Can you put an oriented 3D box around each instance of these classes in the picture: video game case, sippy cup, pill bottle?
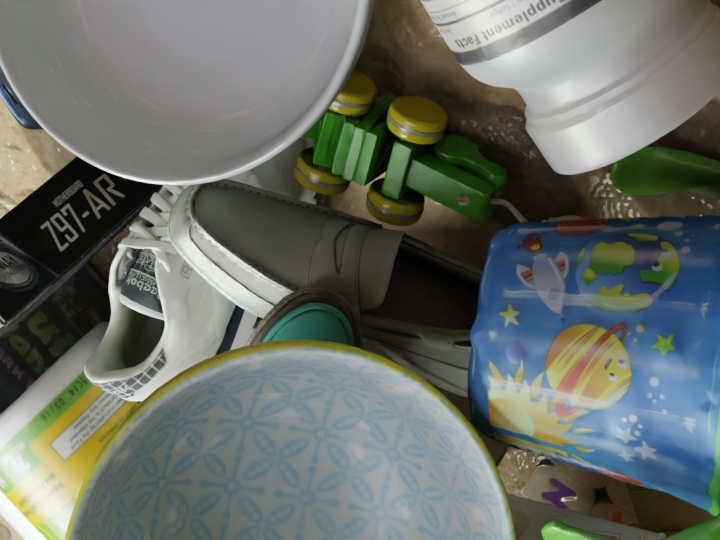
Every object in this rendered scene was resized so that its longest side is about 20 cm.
[{"bbox_3d":[-0.177,0.094,1.004,0.200,0.182,0.023,47,128,-4],"label":"video game case"},{"bbox_3d":[0.117,0.034,0.691,0.129,0.178,0.141,6,113,15],"label":"sippy cup"},{"bbox_3d":[0.068,-0.148,0.643,0.116,0.116,0.201,-19,111,47],"label":"pill bottle"},{"bbox_3d":[-0.121,0.138,0.917,0.200,0.111,0.111,48,140,-4],"label":"pill bottle"}]

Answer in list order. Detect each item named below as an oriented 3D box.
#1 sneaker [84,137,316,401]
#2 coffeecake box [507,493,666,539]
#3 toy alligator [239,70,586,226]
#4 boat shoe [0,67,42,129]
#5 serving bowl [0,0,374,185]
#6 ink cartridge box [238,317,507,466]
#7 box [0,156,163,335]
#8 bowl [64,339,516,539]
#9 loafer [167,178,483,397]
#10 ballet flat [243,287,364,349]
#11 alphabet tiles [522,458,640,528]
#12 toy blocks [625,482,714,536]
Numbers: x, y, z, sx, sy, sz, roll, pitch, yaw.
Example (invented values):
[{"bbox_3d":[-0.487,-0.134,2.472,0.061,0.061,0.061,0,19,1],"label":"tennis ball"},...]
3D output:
[{"bbox_3d":[-0.084,-0.022,0.846,0.076,0.080,0.202,24,98,41],"label":"sneaker"},{"bbox_3d":[0.087,0.192,0.791,0.199,0.073,0.155,6,131,54],"label":"coffeecake box"},{"bbox_3d":[0.034,-0.057,0.801,0.198,0.054,0.060,23,122,11],"label":"toy alligator"},{"bbox_3d":[-0.231,-0.161,0.904,0.068,0.084,0.201,-20,108,35],"label":"boat shoe"},{"bbox_3d":[-0.081,-0.144,0.767,0.198,0.066,0.203,2,97,16],"label":"serving bowl"},{"bbox_3d":[-0.032,0.073,0.938,0.198,0.086,0.148,-2,123,38],"label":"ink cartridge box"},{"bbox_3d":[-0.177,-0.015,0.895,0.044,0.200,0.160,48,141,-6],"label":"box"},{"bbox_3d":[-0.035,0.122,0.715,0.201,0.199,0.108,54,179,-12],"label":"bowl"},{"bbox_3d":[0.000,0.000,0.798,0.198,0.071,0.070,22,143,-12],"label":"loafer"},{"bbox_3d":[-0.043,0.095,0.804,0.067,0.067,0.202,13,107,-6],"label":"ballet flat"},{"bbox_3d":[0.165,0.103,0.855,0.199,0.015,0.197,33,139,13],"label":"alphabet tiles"},{"bbox_3d":[0.221,0.149,0.779,0.135,0.100,0.202,-6,121,29],"label":"toy blocks"}]
